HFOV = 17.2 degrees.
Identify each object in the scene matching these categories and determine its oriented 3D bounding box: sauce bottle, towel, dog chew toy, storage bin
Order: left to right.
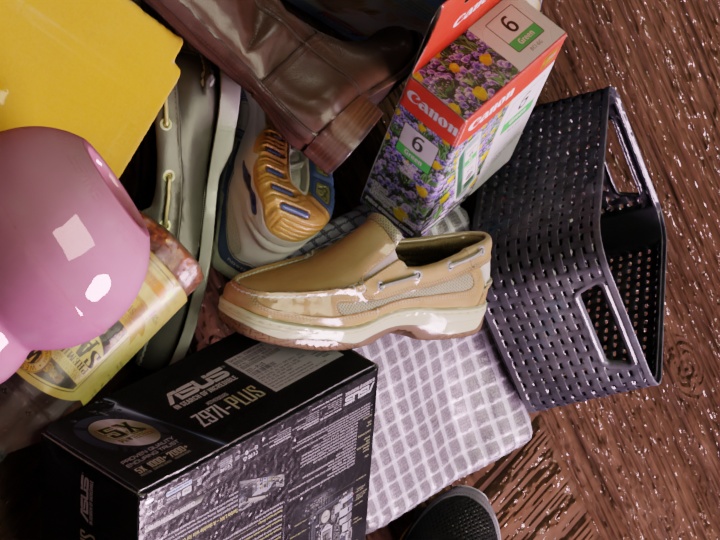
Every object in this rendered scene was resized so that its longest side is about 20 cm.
[{"bbox_3d":[-0.216,0.010,1.303,0.200,0.125,0.125,-33,117,3],"label":"dog chew toy"},{"bbox_3d":[-0.177,0.054,1.371,0.200,0.066,0.066,-48,121,-15],"label":"sauce bottle"},{"bbox_3d":[0.019,0.062,1.569,0.165,0.085,0.201,-30,109,-39],"label":"towel"},{"bbox_3d":[0.144,-0.016,1.622,0.200,0.094,0.135,-79,150,-53],"label":"storage bin"}]

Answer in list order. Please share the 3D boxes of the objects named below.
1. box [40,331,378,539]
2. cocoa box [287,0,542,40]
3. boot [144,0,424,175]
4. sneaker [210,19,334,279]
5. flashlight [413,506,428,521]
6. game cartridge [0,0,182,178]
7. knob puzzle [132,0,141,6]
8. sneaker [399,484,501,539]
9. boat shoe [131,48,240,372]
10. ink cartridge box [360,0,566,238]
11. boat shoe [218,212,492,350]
[{"bbox_3d":[-0.089,0.141,1.422,0.200,0.086,0.164,-27,132,-40],"label":"box"},{"bbox_3d":[0.016,-0.233,1.543,0.200,0.133,0.132,27,70,-40],"label":"cocoa box"},{"bbox_3d":[-0.060,-0.168,1.456,0.200,0.064,0.186,42,26,-6],"label":"boot"},{"bbox_3d":[-0.062,-0.079,1.505,0.075,0.088,0.200,30,40,-19],"label":"sneaker"},{"bbox_3d":[0.056,0.261,1.614,0.068,0.068,0.201,2,84,-8],"label":"flashlight"},{"bbox_3d":[-0.213,-0.105,1.354,0.200,0.032,0.177,35,83,-36],"label":"game cartridge"},{"bbox_3d":[-0.204,-0.119,1.402,0.219,0.030,0.220,2,88,-44],"label":"knob puzzle"},{"bbox_3d":[0.046,0.224,1.539,0.077,0.078,0.200,97,12,-59],"label":"sneaker"},{"bbox_3d":[-0.120,-0.036,1.455,0.060,0.072,0.202,9,92,-17],"label":"boat shoe"},{"bbox_3d":[0.072,-0.114,1.483,0.050,0.200,0.109,40,55,12],"label":"ink cartridge box"},{"bbox_3d":[0.000,0.000,1.451,0.200,0.072,0.076,-5,119,-44],"label":"boat shoe"}]
